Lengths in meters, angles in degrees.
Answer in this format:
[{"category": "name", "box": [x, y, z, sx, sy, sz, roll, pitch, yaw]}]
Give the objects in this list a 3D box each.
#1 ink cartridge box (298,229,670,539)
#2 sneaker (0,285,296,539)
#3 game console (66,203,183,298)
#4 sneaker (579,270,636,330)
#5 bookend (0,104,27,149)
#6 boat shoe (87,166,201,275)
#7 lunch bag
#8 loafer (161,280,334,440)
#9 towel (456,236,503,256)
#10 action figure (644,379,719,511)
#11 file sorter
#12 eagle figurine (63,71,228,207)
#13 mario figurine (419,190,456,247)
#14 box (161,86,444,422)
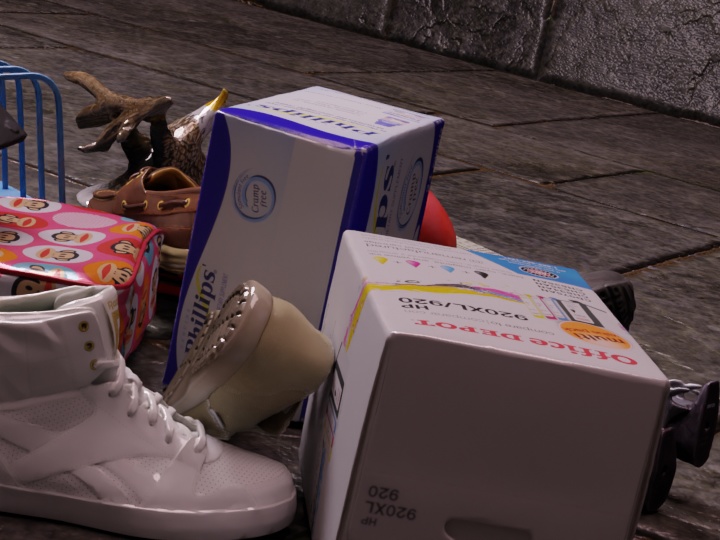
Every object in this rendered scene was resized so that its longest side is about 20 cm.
[{"category": "ink cartridge box", "box": [0.055, 0.081, 0.932, 0.146, 0.146, 0.200, 10, 14, -9]}, {"category": "sneaker", "box": [-0.120, 0.069, 0.907, 0.198, 0.117, 0.074, 10, 11, -13]}, {"category": "game console", "box": [-0.167, -0.018, 1.407, 0.198, 0.031, 0.177, 12, 14, 1]}, {"category": "sneaker", "box": [0.072, 0.038, 1.088, 0.198, 0.076, 0.091, -20, 42, -7]}, {"category": "bookend", "box": [-0.361, -0.088, 1.167, 0.199, 0.200, 0.092, 48, 26, 3]}, {"category": "boat shoe", "box": [-0.141, -0.043, 1.297, 0.071, 0.068, 0.199, 1, 9, -33]}, {"category": "lunch bag", "box": [-0.225, 0.004, 1.156, 0.174, 0.083, 0.200, 11, 14, 1]}, {"category": "loafer", "box": [-0.066, 0.062, 0.997, 0.068, 0.076, 0.200, 31, -16, -6]}, {"category": "towel", "box": [0.058, 0.004, 1.519, 0.199, 0.035, 0.192, 24, 21, 35]}, {"category": "action figure", "box": [0.129, 0.086, 1.147, 0.199, 0.070, 0.130, 16, 26, 39]}, {"category": "file sorter", "box": [-0.312, -0.095, 1.324, 0.138, 0.124, 0.200, -6, 14, -28]}, {"category": "eagle figurine", "box": [-0.150, -0.086, 1.518, 0.200, 0.150, 0.153, 52, 14, -48]}, {"category": "mario figurine", "box": [-0.022, -0.024, 1.417, 0.198, 0.106, 0.124, 8, 52, 10]}, {"category": "box", "box": [-0.033, -0.016, 1.180, 0.104, 0.186, 0.200, 16, 15, 15]}]
